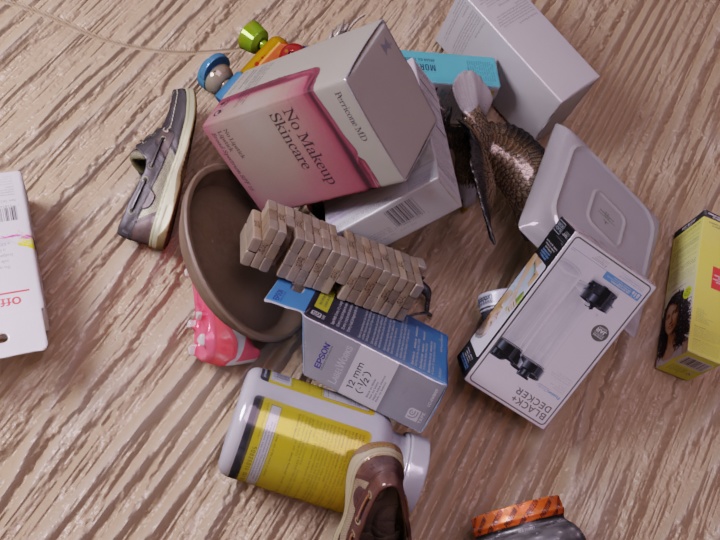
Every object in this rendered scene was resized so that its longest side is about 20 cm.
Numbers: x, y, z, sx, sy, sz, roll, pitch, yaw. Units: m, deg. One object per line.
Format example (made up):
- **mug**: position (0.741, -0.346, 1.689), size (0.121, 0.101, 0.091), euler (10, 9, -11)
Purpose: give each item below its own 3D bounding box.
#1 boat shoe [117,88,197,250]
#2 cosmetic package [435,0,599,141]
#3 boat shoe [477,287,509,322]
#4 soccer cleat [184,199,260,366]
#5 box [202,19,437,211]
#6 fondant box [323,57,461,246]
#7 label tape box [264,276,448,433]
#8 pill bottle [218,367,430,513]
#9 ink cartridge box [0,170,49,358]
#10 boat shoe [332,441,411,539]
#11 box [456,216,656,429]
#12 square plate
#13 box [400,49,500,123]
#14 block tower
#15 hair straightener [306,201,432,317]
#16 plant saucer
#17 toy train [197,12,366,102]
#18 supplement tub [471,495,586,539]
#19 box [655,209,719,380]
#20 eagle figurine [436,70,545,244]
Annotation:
- **boat shoe**: position (-0.228, -0.124, 0.985), size (0.064, 0.073, 0.202), euler (12, 64, -14)
- **cosmetic package**: position (0.202, -0.279, 1.146), size (0.085, 0.108, 0.200), euler (-36, 81, -26)
- **boat shoe**: position (0.235, 0.051, 1.028), size (0.197, 0.074, 0.069), euler (-4, 76, -23)
- **soccer cleat**: position (-0.150, 0.008, 0.959), size (0.076, 0.067, 0.202), euler (11, 62, -32)
- **box**: position (-0.042, -0.154, 0.910), size (0.128, 0.198, 0.110), euler (55, 44, -29)
- **fondant box**: position (0.026, -0.127, 0.987), size (0.058, 0.143, 0.202), euler (41, 31, -41)
- **label tape box**: position (-0.007, 0.074, 0.918), size (0.198, 0.143, 0.067), euler (25, 107, -1)
- **pill bottle**: position (-0.035, 0.179, 0.880), size (0.198, 0.112, 0.113), euler (19, 63, -5)
- **ink cartridge box**: position (-0.386, 0.008, 0.888), size (0.114, 0.068, 0.202), euler (-10, 69, -18)
- **boat shoe**: position (0.016, 0.261, 0.818), size (0.071, 0.202, 0.072), euler (0, 26, -15)
- **box**: position (0.210, 0.059, 0.949), size (0.116, 0.060, 0.201), euler (33, 105, -13)
- **square plate**: position (0.282, -0.055, 1.026), size (0.200, 0.028, 0.199), euler (41, 48, -15)
- **box**: position (0.069, -0.233, 1.105), size (0.197, 0.082, 0.050), euler (1, 63, -14)
- **block tower**: position (-0.025, -0.009, 0.913), size (0.198, 0.054, 0.058), euler (19, 32, -21)
- **hair straightener**: position (0.000, 0.000, 1.015), size (0.199, 0.041, 0.077), euler (38, 63, -1)
- **plant saucer**: position (-0.124, -0.016, 0.931), size (0.200, 0.029, 0.202), euler (40, 39, -42)
- **toy train**: position (-0.098, -0.264, 1.053), size (0.115, 0.085, 0.200), euler (40, 85, 20)
- **supplement tub**: position (0.182, 0.335, 0.862), size (0.121, 0.123, 0.202), euler (-8, 68, -17)
- **box**: position (0.418, 0.029, 1.085), size (0.050, 0.075, 0.202), euler (21, 62, -5)
- **eagle figurine**: position (0.148, -0.123, 1.041), size (0.151, 0.151, 0.200), euler (-41, 50, -9)
